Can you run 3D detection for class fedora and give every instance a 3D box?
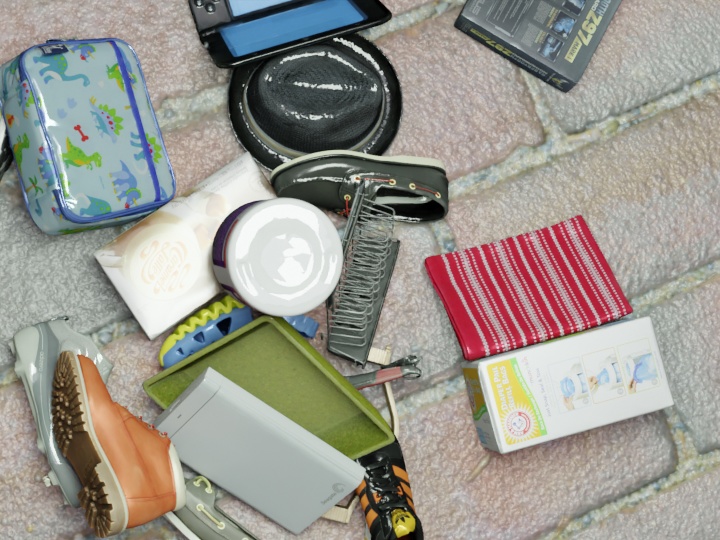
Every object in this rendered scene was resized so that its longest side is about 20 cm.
[{"bbox_3d":[-0.047,-0.192,1.539,0.199,0.092,0.202,1,85,-7],"label":"fedora"}]

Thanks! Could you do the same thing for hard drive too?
[{"bbox_3d":[-0.112,0.193,1.468,0.200,0.132,0.027,35,41,-14],"label":"hard drive"}]

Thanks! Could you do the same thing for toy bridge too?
[{"bbox_3d":[0.008,0.180,1.545,0.067,0.027,0.201,16,83,-8],"label":"toy bridge"}]

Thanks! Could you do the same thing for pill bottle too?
[{"bbox_3d":[-0.089,-0.015,1.384,0.111,0.200,0.112,-1,92,-12],"label":"pill bottle"}]

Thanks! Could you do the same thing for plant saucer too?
[{"bbox_3d":[-0.093,0.132,1.460,0.200,0.200,0.048,45,37,-22],"label":"plant saucer"}]

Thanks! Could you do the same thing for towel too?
[{"bbox_3d":[0.183,0.017,1.550,0.199,0.023,0.145,-15,55,-9],"label":"towel"}]

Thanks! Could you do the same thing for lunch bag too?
[{"bbox_3d":[-0.288,-0.146,1.486,0.160,0.082,0.201,-12,85,-44],"label":"lunch bag"}]

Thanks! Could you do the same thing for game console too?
[{"bbox_3d":[-0.088,-0.316,1.535,0.199,0.116,0.177,-17,87,-9],"label":"game console"}]

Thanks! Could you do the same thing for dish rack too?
[{"bbox_3d":[0.000,0.000,1.467,0.054,0.200,0.154,13,67,6],"label":"dish rack"}]

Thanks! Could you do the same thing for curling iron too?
[{"bbox_3d":[-0.023,0.130,1.516,0.199,0.050,0.026,-18,75,12],"label":"curling iron"}]

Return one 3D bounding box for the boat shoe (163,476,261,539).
[{"bbox_3d":[-0.172,0.258,1.493,0.060,0.072,0.202,-44,95,-8],"label":"boat shoe"}]

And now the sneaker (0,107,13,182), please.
[{"bbox_3d":[-0.421,-0.122,1.499,0.081,0.074,0.201,18,81,-1],"label":"sneaker"}]

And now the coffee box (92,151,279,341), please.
[{"bbox_3d":[-0.175,-0.025,1.514,0.200,0.080,0.115,-33,92,-9],"label":"coffee box"}]

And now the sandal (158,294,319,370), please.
[{"bbox_3d":[-0.124,0.063,1.516,0.199,0.079,0.087,-27,92,-7],"label":"sandal"}]

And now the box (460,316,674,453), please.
[{"bbox_3d":[0.223,0.125,1.533,0.199,0.112,0.102,-15,88,-8],"label":"box"}]

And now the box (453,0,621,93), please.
[{"bbox_3d":[0.222,-0.330,1.608,0.157,0.051,0.201,29,81,-3],"label":"box"}]

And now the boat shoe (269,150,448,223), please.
[{"bbox_3d":[0.001,-0.088,1.539,0.200,0.074,0.063,2,59,-12],"label":"boat shoe"}]

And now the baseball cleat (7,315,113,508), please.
[{"bbox_3d":[-0.304,0.147,1.488,0.106,0.070,0.201,-19,88,-8],"label":"baseball cleat"}]

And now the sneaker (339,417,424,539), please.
[{"bbox_3d":[0.032,0.245,1.488,0.070,0.090,0.201,-16,99,-19],"label":"sneaker"}]

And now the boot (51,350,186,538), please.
[{"bbox_3d":[-0.250,0.170,1.437,0.107,0.075,0.201,-9,67,-37],"label":"boot"}]
